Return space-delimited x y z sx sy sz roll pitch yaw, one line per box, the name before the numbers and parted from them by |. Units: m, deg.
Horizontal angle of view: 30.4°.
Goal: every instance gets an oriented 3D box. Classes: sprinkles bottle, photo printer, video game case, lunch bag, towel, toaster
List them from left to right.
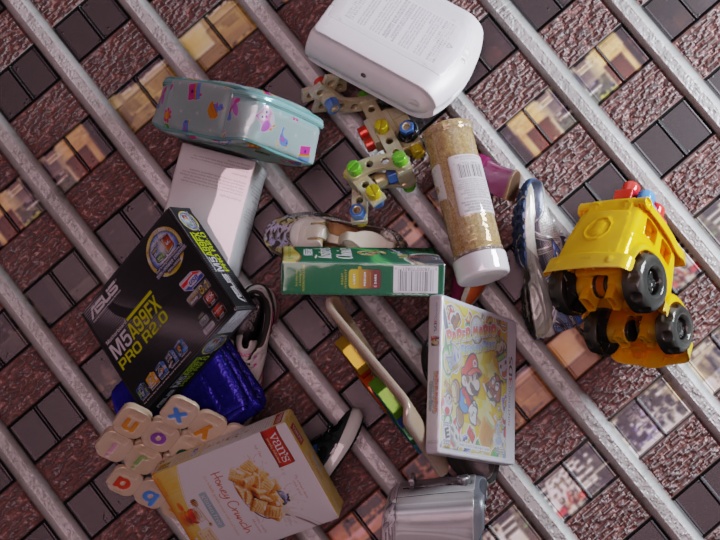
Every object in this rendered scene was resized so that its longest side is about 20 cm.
towel | -0.223 0.163 1.671 0.199 0.049 0.149 -39 83 29
lunch bag | -0.153 -0.186 1.661 0.198 0.159 0.078 14 90 40
photo printer | 0.051 -0.291 1.687 0.198 0.070 0.167 28 57 6
toaster | 0.094 0.349 1.634 0.127 0.114 0.203 0 102 9
sprinkles bottle | 0.130 -0.084 1.638 0.067 0.068 0.203 -13 75 4
video game case | 0.137 0.137 1.606 0.023 0.199 0.185 -5 76 32

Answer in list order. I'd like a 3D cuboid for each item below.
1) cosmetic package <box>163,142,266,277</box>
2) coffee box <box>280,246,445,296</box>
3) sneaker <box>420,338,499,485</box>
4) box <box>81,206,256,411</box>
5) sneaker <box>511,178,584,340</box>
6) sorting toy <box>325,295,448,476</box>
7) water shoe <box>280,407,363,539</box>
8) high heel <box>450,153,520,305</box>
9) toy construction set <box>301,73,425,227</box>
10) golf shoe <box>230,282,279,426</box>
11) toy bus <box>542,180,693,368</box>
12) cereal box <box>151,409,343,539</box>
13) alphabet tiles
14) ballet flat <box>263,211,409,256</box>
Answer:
cosmetic package | -0.200 -0.051 1.709 0.106 0.085 0.203 16 88 7
coffee box | 0.000 0.000 1.610 0.196 0.123 0.045 1 100 -2
sneaker | 0.122 0.178 1.667 0.074 0.079 0.203 -21 86 1
box | -0.238 0.049 1.623 0.200 0.044 0.161 -46 69 24
sneaker | 0.242 -0.018 1.684 0.084 0.077 0.204 -7 92 -6
sorting toy | 0.028 0.143 1.592 0.036 0.186 0.201 -34 55 -2
water shoe | -0.074 0.246 1.680 0.079 0.072 0.201 36 89 5
high heel | 0.134 -0.049 1.705 0.095 0.067 0.203 21 89 30
toy construction set | 0.008 -0.167 1.691 0.130 0.092 0.202 -27 73 1
golf shoe | -0.156 0.114 1.689 0.071 0.092 0.203 12 88 3
toy bus | 0.339 -0.005 1.635 0.134 0.200 0.194 -6 47 43
cereal box | -0.138 0.268 1.624 0.198 0.040 0.145 -24 107 20
alphabet tiles | -0.226 0.235 1.657 0.198 0.015 0.196 28 124 -18
ballet flat | -0.030 -0.040 1.702 0.197 0.072 0.073 11 86 6
